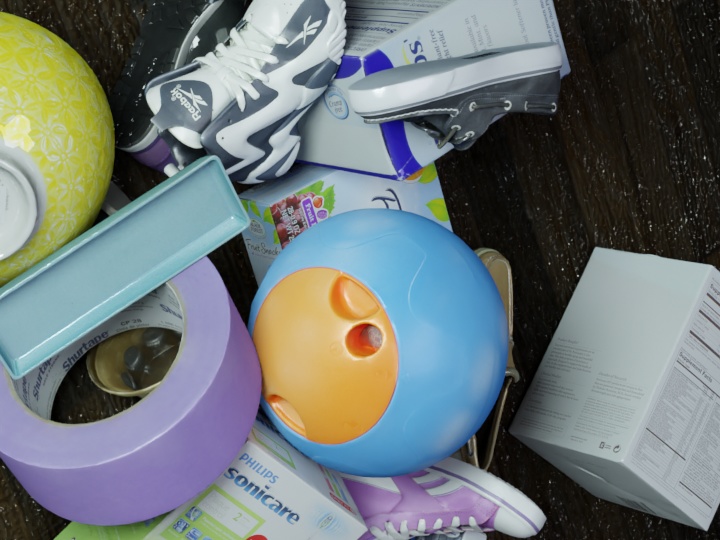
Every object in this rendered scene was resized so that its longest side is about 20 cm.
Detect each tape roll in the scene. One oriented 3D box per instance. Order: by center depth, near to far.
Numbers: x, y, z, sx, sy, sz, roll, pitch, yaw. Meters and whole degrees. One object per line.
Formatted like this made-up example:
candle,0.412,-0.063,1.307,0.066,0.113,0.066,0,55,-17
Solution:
tape roll,-0.175,0.073,1.281,0.200,0.199,0.085,-50,146,-21

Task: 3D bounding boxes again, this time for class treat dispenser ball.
treat dispenser ball,0.013,0.055,1.358,0.199,0.200,0.203,-7,101,-37

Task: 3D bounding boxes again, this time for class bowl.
bowl,-0.259,-0.062,1.208,0.198,0.108,0.202,-6,119,-11

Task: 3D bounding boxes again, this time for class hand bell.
hand bell,-0.126,0.114,1.427,0.104,0.104,0.201,-51,137,-21

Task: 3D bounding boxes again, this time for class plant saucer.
plant saucer,-0.172,-0.005,1.240,0.199,0.019,0.070,-33,133,-8

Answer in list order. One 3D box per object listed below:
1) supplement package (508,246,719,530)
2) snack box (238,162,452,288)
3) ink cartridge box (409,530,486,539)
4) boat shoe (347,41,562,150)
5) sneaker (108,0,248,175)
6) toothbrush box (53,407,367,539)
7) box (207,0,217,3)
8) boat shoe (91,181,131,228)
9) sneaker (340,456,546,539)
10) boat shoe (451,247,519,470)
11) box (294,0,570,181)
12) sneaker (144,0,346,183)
supplement package,0.272,0.108,1.682,0.150,0.151,0.201,37,74,-36
snack box,0.000,0.000,1.503,0.168,0.067,0.202,-28,114,-30
ink cartridge box,0.031,0.305,1.553,0.039,0.099,0.202,28,78,-49
boat shoe,0.074,-0.122,1.316,0.199,0.069,0.067,-18,106,-42
sneaker,-0.122,-0.170,1.389,0.087,0.075,0.202,32,83,-48
toothbrush box,-0.119,0.206,1.377,0.200,0.086,0.145,-44,126,7
box,-0.068,-0.311,1.334,0.199,0.149,0.107,-28,157,-32
boat shoe,-0.233,-0.058,1.322,0.063,0.073,0.200,-47,126,8
sneaker,0.050,0.209,1.507,0.115,0.199,0.073,-65,157,-15
boat shoe,0.113,0.083,1.601,0.071,0.076,0.203,6,93,-38
box,0.030,-0.169,1.429,0.199,0.183,0.106,-33,117,-30
sneaker,-0.091,-0.141,1.300,0.129,0.080,0.200,-21,148,-44
